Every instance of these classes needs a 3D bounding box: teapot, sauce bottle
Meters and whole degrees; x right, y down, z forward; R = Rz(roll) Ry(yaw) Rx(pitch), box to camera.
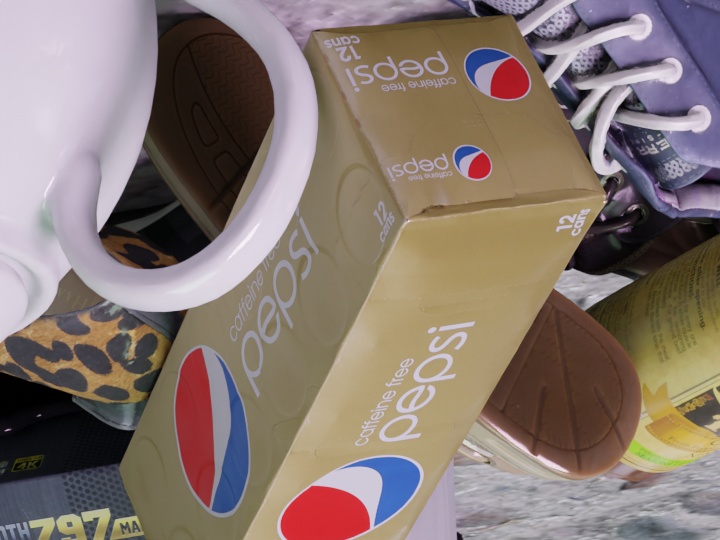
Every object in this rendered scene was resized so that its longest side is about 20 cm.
[{"bbox_3d":[-0.139,-0.030,0.744,0.196,0.147,0.200,3,158,-27],"label":"teapot"},{"bbox_3d":[0.136,0.012,0.883,0.064,0.065,0.200,5,158,-31],"label":"sauce bottle"}]

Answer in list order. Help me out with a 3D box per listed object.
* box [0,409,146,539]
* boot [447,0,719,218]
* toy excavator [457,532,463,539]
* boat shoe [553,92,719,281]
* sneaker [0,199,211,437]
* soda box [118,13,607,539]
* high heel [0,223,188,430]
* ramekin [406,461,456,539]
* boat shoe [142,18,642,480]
[{"bbox_3d":[-0.106,0.064,1.043,0.199,0.051,0.158,-9,-160,10],"label":"box"},{"bbox_3d":[0.071,-0.071,0.778,0.199,0.091,0.073,10,156,-39],"label":"boot"},{"bbox_3d":[0.000,0.223,1.571,0.099,0.195,0.201,-2,133,-12],"label":"toy excavator"},{"bbox_3d":[0.083,-0.031,0.937,0.072,0.065,0.200,-19,158,33],"label":"boat shoe"},{"bbox_3d":[-0.063,0.018,0.970,0.199,0.083,0.072,-19,122,32],"label":"sneaker"},{"bbox_3d":[-0.005,0.021,0.782,0.064,0.068,0.200,-7,145,-28],"label":"soda box"},{"bbox_3d":[-0.144,-0.010,0.862,0.199,0.072,0.143,21,165,-2],"label":"high heel"},{"bbox_3d":[-0.048,0.117,1.274,0.199,0.098,0.201,-5,161,-2],"label":"ramekin"},{"bbox_3d":[0.000,0.000,0.887,0.200,0.072,0.065,39,156,-16],"label":"boat shoe"}]
